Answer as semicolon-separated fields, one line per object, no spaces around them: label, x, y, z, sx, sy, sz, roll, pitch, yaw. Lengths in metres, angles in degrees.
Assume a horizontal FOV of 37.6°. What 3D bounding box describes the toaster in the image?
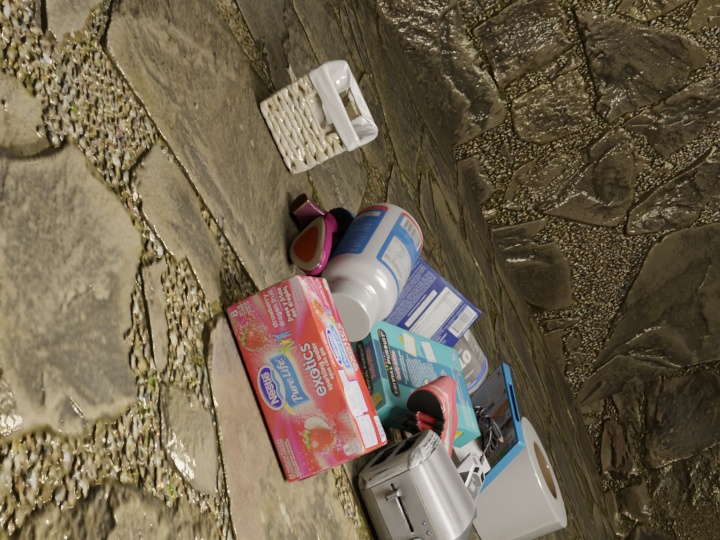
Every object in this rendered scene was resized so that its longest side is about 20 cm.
toaster;0.074;0.285;1.340;0.131;0.113;0.200;65;15;2

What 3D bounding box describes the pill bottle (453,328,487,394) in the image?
pill bottle;0.136;0.122;1.840;0.201;0.113;0.115;56;17;-37

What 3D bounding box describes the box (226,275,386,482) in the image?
box;-0.057;0.115;1.145;0.203;0.094;0.100;69;13;8

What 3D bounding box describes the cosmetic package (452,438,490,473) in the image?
cosmetic package;0.135;0.238;1.704;0.082;0.050;0.202;-9;-73;65

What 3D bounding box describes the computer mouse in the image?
computer mouse;0.159;0.315;1.619;0.202;0.043;0.110;-63;147;-22

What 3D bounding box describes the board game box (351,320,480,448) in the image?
board game box;0.078;0.164;1.544;0.198;0.047;0.153;23;41;-38

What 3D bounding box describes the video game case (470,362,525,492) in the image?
video game case;0.214;0.267;1.772;0.018;0.144;0.201;29;29;-19

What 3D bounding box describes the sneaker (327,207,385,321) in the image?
sneaker;0.000;0.000;1.621;0.078;0.065;0.203;36;33;-71

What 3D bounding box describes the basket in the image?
basket;-0.063;-0.238;1.641;0.137;0.122;0.200;64;13;-7

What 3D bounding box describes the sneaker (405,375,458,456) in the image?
sneaker;0.107;0.236;1.453;0.087;0.073;0.203;-35;137;-52

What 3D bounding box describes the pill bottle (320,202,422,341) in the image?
pill bottle;0.008;0.004;1.474;0.113;0.111;0.201;60;37;-24

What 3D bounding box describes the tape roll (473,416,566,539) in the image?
tape roll;0.264;0.377;1.862;0.204;0.138;0.204;60;14;-26

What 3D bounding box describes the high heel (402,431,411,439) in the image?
high heel;0.107;0.278;1.599;0.201;0.066;0.097;-107;-177;-52

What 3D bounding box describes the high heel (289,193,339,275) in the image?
high heel;-0.048;-0.032;1.466;0.096;0.067;0.201;47;18;-27

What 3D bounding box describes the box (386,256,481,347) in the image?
box;0.094;0.056;1.706;0.200;0.121;0.032;40;2;-32
